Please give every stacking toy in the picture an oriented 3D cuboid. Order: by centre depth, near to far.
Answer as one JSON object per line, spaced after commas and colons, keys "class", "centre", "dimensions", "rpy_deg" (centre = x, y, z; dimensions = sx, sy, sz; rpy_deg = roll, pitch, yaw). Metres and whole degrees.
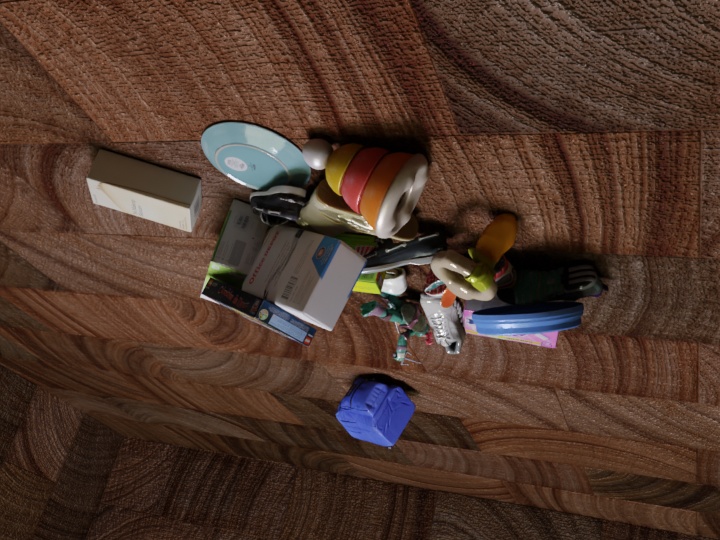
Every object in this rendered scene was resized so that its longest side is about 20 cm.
{"class": "stacking toy", "centre": [-0.004, -0.154, 1.276], "dimensions": [0.200, 0.146, 0.146], "rpy_deg": [29, 158, 15]}

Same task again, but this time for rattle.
{"class": "rattle", "centre": [0.193, -0.016, 1.425], "dimensions": [0.130, 0.143, 0.200], "rpy_deg": [14, 166, 5]}

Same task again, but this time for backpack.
{"class": "backpack", "centre": [0.028, 0.388, 2.276], "dimensions": [0.200, 0.163, 0.168], "rpy_deg": [-5, 128, 52]}

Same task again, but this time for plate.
{"class": "plate", "centre": [-0.185, -0.186, 1.390], "dimensions": [0.200, 0.026, 0.200], "rpy_deg": [12, 155, 6]}

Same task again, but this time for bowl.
{"class": "bowl", "centre": [0.304, 0.087, 1.453], "dimensions": [0.200, 0.039, 0.201], "rpy_deg": [-6, -178, 0]}

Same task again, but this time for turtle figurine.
{"class": "turtle figurine", "centre": [0.086, 0.104, 1.715], "dimensions": [0.101, 0.150, 0.200], "rpy_deg": [-34, 125, 22]}

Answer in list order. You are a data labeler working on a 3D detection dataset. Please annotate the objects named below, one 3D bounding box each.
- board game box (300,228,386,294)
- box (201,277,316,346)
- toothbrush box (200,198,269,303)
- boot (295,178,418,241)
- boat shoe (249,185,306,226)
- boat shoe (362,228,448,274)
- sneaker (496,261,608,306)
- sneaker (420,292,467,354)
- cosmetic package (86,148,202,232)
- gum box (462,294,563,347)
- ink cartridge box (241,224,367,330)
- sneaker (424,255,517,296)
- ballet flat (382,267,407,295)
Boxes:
{"class": "board game box", "centre": [-0.048, -0.019, 1.557], "dimensions": [0.200, 0.102, 0.048], "rpy_deg": [7, 153, 19]}
{"class": "box", "centre": [-0.191, 0.076, 1.493], "dimensions": [0.137, 0.038, 0.200], "rpy_deg": [33, 170, -39]}
{"class": "toothbrush box", "centre": [-0.250, -0.028, 1.604], "dimensions": [0.086, 0.146, 0.200], "rpy_deg": [19, 155, -7]}
{"class": "boot", "centre": [-0.011, -0.089, 1.434], "dimensions": [0.200, 0.073, 0.155], "rpy_deg": [18, 159, -19]}
{"class": "boat shoe", "centre": [-0.154, -0.110, 1.446], "dimensions": [0.074, 0.060, 0.200], "rpy_deg": [12, 172, -28]}
{"class": "boat shoe", "centre": [0.061, -0.033, 1.457], "dimensions": [0.200, 0.060, 0.076], "rpy_deg": [-10, -179, 0]}
{"class": "sneaker", "centre": [0.354, 0.040, 1.487], "dimensions": [0.200, 0.075, 0.087], "rpy_deg": [-9, 150, 40]}
{"class": "sneaker", "centre": [0.182, 0.112, 1.719], "dimensions": [0.075, 0.081, 0.200], "rpy_deg": [0, 149, 33]}
{"class": "cosmetic package", "centre": [-0.410, -0.152, 1.533], "dimensions": [0.200, 0.073, 0.104], "rpy_deg": [16, 155, -2]}
{"class": "gum box", "centre": [0.303, 0.090, 1.617], "dimensions": [0.200, 0.066, 0.114], "rpy_deg": [9, 153, 13]}
{"class": "ink cartridge box", "centre": [-0.105, 0.008, 1.443], "dimensions": [0.200, 0.145, 0.084], "rpy_deg": [17, 167, 48]}
{"class": "sneaker", "centre": [0.206, 0.022, 1.525], "dimensions": [0.200, 0.078, 0.082], "rpy_deg": [-10, 146, 42]}
{"class": "ballet flat", "centre": [0.000, 0.000, 1.628], "dimensions": [0.200, 0.070, 0.069], "rpy_deg": [11, 154, 1]}
